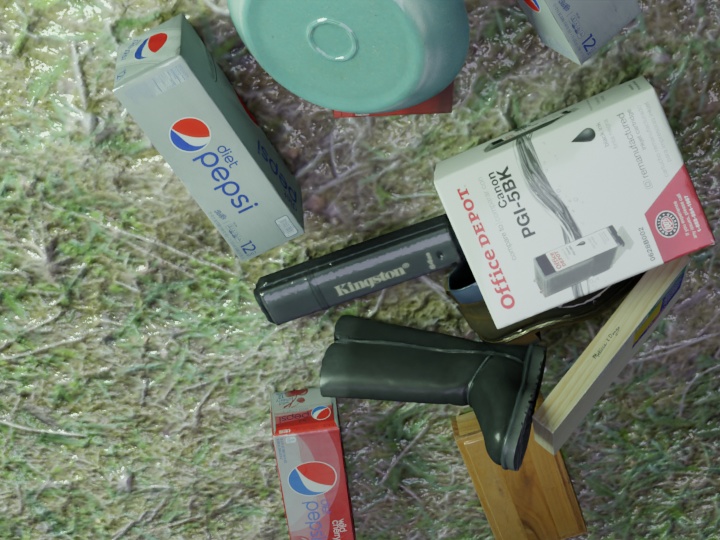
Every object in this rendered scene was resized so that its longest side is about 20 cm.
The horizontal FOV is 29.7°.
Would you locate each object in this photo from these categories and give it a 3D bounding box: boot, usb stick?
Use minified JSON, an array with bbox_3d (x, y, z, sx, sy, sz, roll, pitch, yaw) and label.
[{"bbox_3d":[0.058,0.108,1.224,0.199,0.165,0.066,10,117,11],"label":"boot"},{"bbox_3d":[0.173,0.000,1.241,0.200,0.075,0.097,-34,128,21],"label":"boot"},{"bbox_3d":[0.000,0.000,1.244,0.199,0.033,0.056,-19,128,7],"label":"usb stick"}]

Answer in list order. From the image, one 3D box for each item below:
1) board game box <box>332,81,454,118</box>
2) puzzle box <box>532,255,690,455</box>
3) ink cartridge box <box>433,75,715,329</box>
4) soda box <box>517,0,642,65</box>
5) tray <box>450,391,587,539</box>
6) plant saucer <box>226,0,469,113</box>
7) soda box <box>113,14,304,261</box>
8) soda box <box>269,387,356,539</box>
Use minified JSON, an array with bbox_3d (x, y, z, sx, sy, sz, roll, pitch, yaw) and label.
[{"bbox_3d":[0.029,-0.213,1.086,0.102,0.019,0.201,-4,129,-6],"label":"board game box"},{"bbox_3d":[0.227,0.075,1.237,0.200,0.025,0.133,-50,163,-8],"label":"puzzle box"},{"bbox_3d":[0.179,-0.057,1.158,0.199,0.083,0.147,-23,101,11],"label":"ink cartridge box"},{"bbox_3d":[0.134,-0.256,1.027,0.068,0.063,0.200,-41,125,-2],"label":"soda box"},{"bbox_3d":[0.171,0.220,1.441,0.098,0.037,0.200,-18,129,7],"label":"tray"},{"bbox_3d":[-0.017,-0.186,1.037,0.199,0.036,0.200,15,144,11],"label":"plant saucer"},{"bbox_3d":[-0.120,-0.105,1.111,0.063,0.068,0.200,-24,127,13],"label":"soda box"},{"bbox_3d":[-0.048,0.213,1.389,0.070,0.064,0.201,-8,129,-1],"label":"soda box"}]
